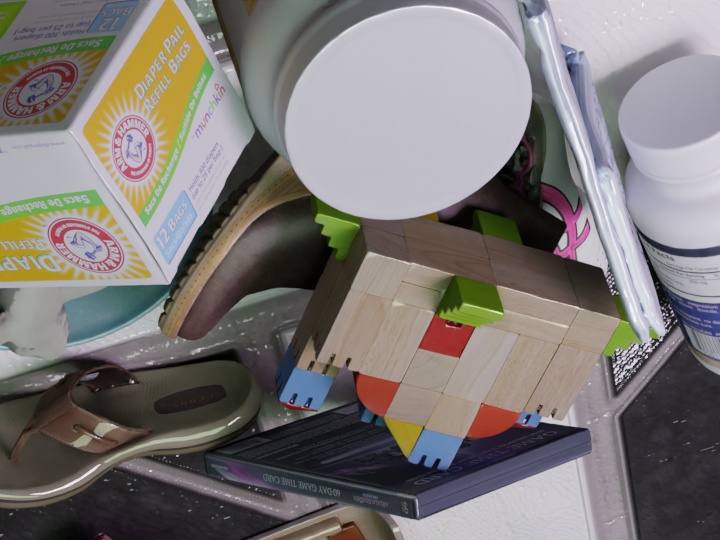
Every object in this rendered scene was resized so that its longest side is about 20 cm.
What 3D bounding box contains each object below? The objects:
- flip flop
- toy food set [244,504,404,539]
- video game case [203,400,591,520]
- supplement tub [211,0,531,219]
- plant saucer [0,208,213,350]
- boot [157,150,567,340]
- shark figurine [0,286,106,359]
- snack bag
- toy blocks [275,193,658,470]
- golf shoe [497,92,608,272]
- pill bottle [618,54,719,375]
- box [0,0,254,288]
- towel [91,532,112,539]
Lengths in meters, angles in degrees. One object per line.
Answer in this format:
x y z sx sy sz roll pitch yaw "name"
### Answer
-0.158 0.089 1.224 0.200 0.081 0.058 -13 139 -12 "flip flop"
-0.050 0.253 1.402 0.200 0.060 0.144 -21 131 0 "toy food set"
0.020 0.110 1.206 0.143 0.200 0.019 -16 104 -38 "video game case"
0.001 -0.133 1.017 0.145 0.200 0.145 -8 130 -10 "supplement tub"
-0.186 -0.041 1.143 0.200 0.036 0.200 -8 129 -10 "plant saucer"
0.000 0.000 1.137 0.166 0.072 0.200 39 97 -10 "boot"
-0.173 -0.031 1.087 0.128 0.090 0.214 -14 150 -52 "shark figurine"
0.121 -0.085 1.084 0.021 0.189 0.200 -18 113 9 "snack bag"
0.044 0.047 1.104 0.200 0.100 0.137 15 122 -18 "toy blocks"
0.114 -0.030 1.226 0.092 0.073 0.200 -23 133 -22 "golf shoe"
0.227 -0.034 1.224 0.111 0.111 0.200 -26 131 5 "pill bottle"
-0.172 -0.063 0.975 0.200 0.113 0.101 -2 136 31 "box"
-0.178 0.275 1.364 0.144 0.023 0.200 37 121 -15 "towel"
